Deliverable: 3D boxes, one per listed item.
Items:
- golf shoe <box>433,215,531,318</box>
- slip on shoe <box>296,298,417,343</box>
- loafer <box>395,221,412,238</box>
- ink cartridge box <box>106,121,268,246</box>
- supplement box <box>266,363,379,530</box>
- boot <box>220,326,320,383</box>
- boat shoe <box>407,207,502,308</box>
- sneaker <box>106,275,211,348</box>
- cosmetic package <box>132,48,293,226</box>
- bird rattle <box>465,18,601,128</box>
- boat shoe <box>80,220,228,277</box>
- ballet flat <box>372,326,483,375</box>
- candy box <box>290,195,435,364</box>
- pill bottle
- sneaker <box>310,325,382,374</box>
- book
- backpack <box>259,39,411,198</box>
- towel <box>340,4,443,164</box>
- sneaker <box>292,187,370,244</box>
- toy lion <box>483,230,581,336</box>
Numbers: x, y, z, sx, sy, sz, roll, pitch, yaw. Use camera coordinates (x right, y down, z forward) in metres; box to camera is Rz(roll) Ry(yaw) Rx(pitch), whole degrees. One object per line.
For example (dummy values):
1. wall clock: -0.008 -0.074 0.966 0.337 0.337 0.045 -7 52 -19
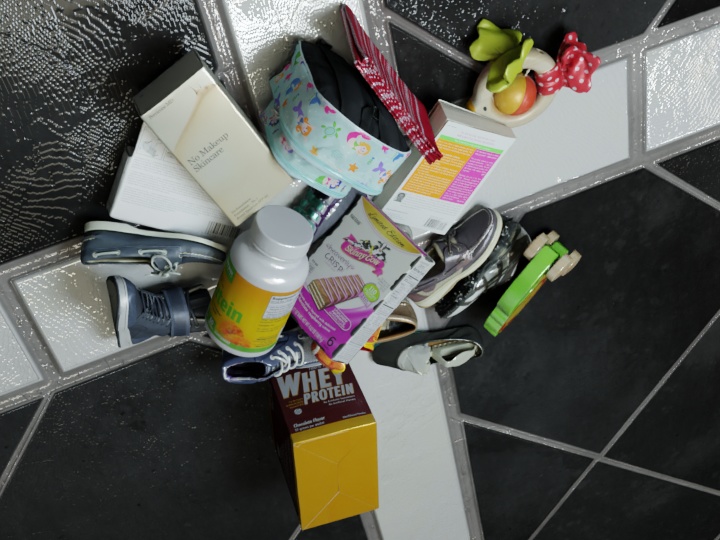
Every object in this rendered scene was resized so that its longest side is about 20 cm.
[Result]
1. golf shoe: 0.205 0.010 1.518 0.094 0.078 0.200 28 111 -35
2. slip on shoe: -0.003 0.092 1.499 0.197 0.061 0.077 -7 126 -18
3. loafer: 0.000 0.000 1.430 0.199 0.070 0.070 -37 125 5
4. ink cartridge box: -0.223 -0.133 1.266 0.198 0.044 0.175 14 112 -29
5. supplement box: -0.064 0.261 1.503 0.131 0.201 0.199 -12 127 -13
6. boot: -0.116 0.135 1.435 0.197 0.091 0.074 -8 112 -1
7. boat shoe: 0.140 -0.024 1.471 0.065 0.072 0.200 27 116 -42
8. sneaker: -0.278 0.047 1.306 0.144 0.078 0.202 -10 165 -14
9. cosmetic package: -0.185 -0.166 1.191 0.103 0.073 0.200 -38 127 3
10. bird rattle: 0.235 -0.278 1.339 0.198 0.113 0.164 1 138 -35
11. boat shoe: -0.281 -0.023 1.277 0.198 0.075 0.063 9 76 -18
12. ballet flat: 0.120 0.137 1.576 0.198 0.069 0.069 -11 127 -14
13. candy box: -0.009 0.014 1.343 0.200 0.136 0.061 -49 155 6
14. pill bottle: -0.136 0.013 1.280 0.110 0.112 0.201 7 130 -26
15. sneaker: 0.005 0.080 1.443 0.077 0.073 0.200 46 66 -6
16. book: 0.122 -0.143 1.374 0.132 0.048 0.201 13 131 -30
17. backpack: -0.032 -0.184 1.206 0.176 0.201 0.151 26 111 -35
18. towel: 0.041 -0.244 1.229 0.022 0.146 0.200 -30 131 16
19. sneaker: -0.066 -0.058 1.364 0.200 0.075 0.087 -45 132 11
20. toy lion: 0.266 0.029 1.508 0.192 0.069 0.200 -51 168 15
